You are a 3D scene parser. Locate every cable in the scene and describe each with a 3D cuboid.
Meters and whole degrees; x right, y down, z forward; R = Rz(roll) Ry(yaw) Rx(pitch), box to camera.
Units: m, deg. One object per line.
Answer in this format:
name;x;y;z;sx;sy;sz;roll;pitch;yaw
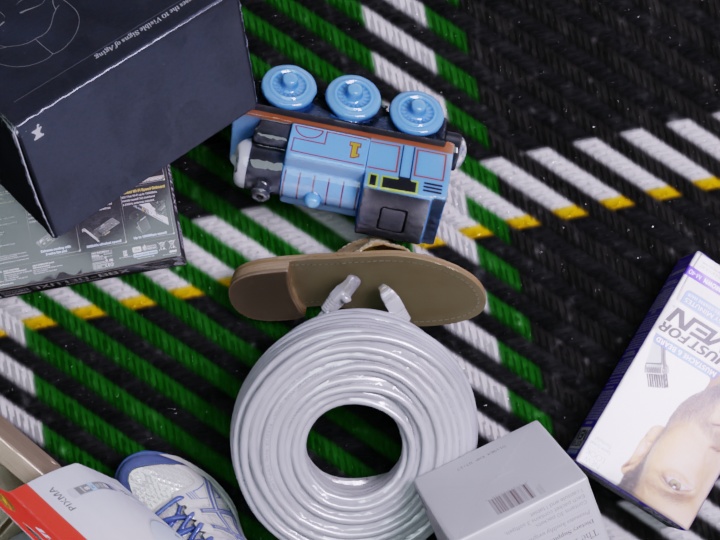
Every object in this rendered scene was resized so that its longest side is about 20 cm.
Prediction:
cable;-0.003;0.132;1.154;0.200;0.069;0.200;-42;102;5

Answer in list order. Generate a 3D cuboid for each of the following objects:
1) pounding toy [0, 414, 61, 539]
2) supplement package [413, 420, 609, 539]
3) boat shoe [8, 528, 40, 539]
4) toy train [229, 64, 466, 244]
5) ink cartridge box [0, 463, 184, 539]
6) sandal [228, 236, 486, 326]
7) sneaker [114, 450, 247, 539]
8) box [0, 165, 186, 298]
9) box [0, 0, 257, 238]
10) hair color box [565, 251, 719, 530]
pounding toy;-0.366;0.175;1.138;0.184;0.142;0.200;43;84;-10
supplement package;0.136;0.239;1.116;0.113;0.110;0.201;-25;111;-5
boat shoe;-0.254;0.255;1.108;0.070;0.070;0.201;20;123;-2
toy train;-0.015;-0.094;1.182;0.199;0.087;0.115;11;55;-2
ink cartridge box;-0.170;0.192;1.028;0.160;0.200;0.047;37;83;23
sandal;-0.001;-0.004;1.198;0.210;0.078;0.070;-1;42;11
sneaker;-0.119;0.220;1.154;0.075;0.088;0.200;-44;86;-5
box;-0.254;-0.066;1.199;0.199;0.050;0.159;-11;84;-4
box;-0.219;-0.166;1.118;0.200;0.124;0.196;-36;54;-21
hair color box;0.265;0.098;1.199;0.109;0.065;0.201;31;84;1
